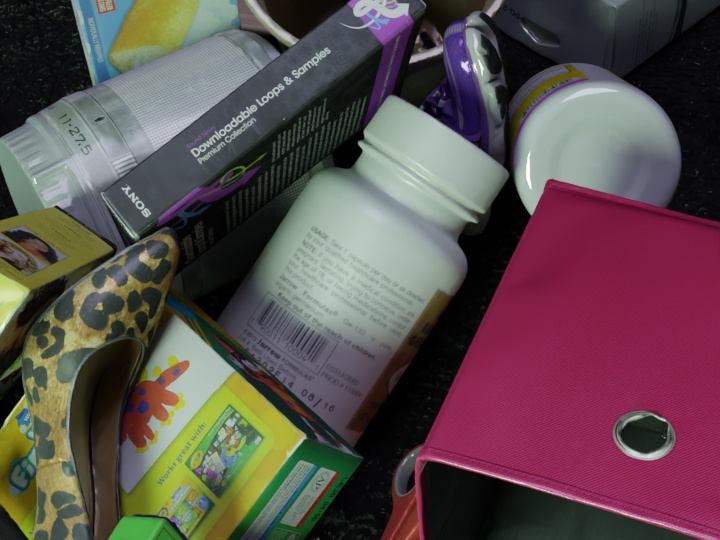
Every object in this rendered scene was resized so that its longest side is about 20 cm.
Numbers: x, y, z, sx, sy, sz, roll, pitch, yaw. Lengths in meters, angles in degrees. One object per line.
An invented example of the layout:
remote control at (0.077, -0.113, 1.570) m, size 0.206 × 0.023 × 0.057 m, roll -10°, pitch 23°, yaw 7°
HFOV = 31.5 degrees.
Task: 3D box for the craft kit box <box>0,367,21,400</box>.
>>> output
craft kit box at (-0.345, 0.073, 0.850) m, size 0.199 × 0.049 × 0.198 m, roll 18°, pitch 49°, yaw 19°

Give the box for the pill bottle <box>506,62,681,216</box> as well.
pill bottle at (0.150, -0.086, 0.872) m, size 0.104 × 0.105 × 0.200 m, roll -1°, pitch 14°, yaw 4°

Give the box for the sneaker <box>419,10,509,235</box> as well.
sneaker at (0.055, -0.088, 0.861) m, size 0.083 × 0.200 × 0.081 m, roll 3°, pitch 55°, yaw -2°

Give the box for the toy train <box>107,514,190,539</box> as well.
toy train at (-0.065, 0.194, 0.623) m, size 0.042 × 0.200 × 0.056 m, roll -5°, pitch 41°, yaw 38°

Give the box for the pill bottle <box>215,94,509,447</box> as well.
pill bottle at (0.000, 0.000, 0.783) m, size 0.114 × 0.114 × 0.200 m, roll 36°, pitch 94°, yaw 31°

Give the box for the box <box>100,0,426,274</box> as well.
box at (-0.054, -0.075, 0.730) m, size 0.200 × 0.143 × 0.036 m, roll -41°, pitch 84°, yaw -12°

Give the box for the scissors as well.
scissors at (0.017, 0.168, 0.728) m, size 0.073 × 0.014 × 0.200 m, roll -19°, pitch 30°, yaw 46°

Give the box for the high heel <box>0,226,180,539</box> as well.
high heel at (-0.116, 0.090, 0.633) m, size 0.142 × 0.071 × 0.200 m, roll 38°, pitch 95°, yaw 26°

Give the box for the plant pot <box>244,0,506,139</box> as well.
plant pot at (0.011, -0.195, 0.951) m, size 0.199 × 0.184 × 0.201 m, roll 0°, pitch 70°, yaw 1°

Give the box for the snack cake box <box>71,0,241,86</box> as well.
snack cake box at (-0.147, -0.170, 0.950) m, size 0.115 × 0.200 × 0.067 m, roll -17°, pitch 49°, yaw -11°

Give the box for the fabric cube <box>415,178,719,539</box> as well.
fabric cube at (0.157, 0.104, 0.677) m, size 0.195 × 0.200 × 0.200 m, roll 15°, pitch 50°, yaw 19°

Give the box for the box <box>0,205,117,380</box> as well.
box at (-0.187, 0.014, 0.682) m, size 0.050 × 0.200 × 0.075 m, roll 35°, pitch 97°, yaw -4°

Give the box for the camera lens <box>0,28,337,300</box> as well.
camera lens at (-0.126, -0.063, 0.878) m, size 0.199 × 0.160 × 0.160 m, roll -27°, pitch 51°, yaw -19°

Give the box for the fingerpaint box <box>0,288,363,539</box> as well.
fingerpaint box at (-0.124, 0.127, 0.703) m, size 0.167 × 0.073 × 0.200 m, roll 38°, pitch 93°, yaw 32°

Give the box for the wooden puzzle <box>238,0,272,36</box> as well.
wooden puzzle at (-0.034, -0.260, 1.141) m, size 0.199 × 0.037 × 0.185 m, roll 7°, pitch 49°, yaw 16°

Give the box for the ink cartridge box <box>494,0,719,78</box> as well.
ink cartridge box at (0.221, -0.262, 1.087) m, size 0.200 × 0.084 × 0.145 m, roll -36°, pitch 55°, yaw -26°
